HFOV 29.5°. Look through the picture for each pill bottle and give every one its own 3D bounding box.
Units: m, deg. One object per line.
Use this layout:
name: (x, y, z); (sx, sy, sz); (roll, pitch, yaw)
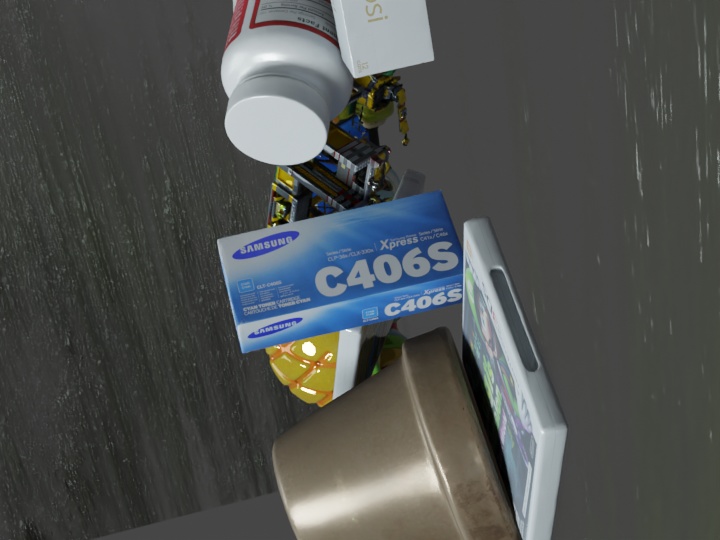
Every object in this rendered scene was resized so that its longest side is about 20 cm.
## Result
pill bottle: (-0.056, -0.193, 1.156); (0.113, 0.111, 0.201); (84, -168, -55)

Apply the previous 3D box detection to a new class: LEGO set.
LEGO set: (-0.003, -0.082, 1.250); (0.116, 0.153, 0.201); (36, 130, 25)

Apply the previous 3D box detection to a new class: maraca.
maraca: (-0.048, 0.064, 1.415); (0.107, 0.137, 0.201); (-55, -50, -35)

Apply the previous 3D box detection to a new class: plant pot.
plant pot: (0.026, 0.168, 1.141); (0.200, 0.174, 0.201); (-21, -90, -87)

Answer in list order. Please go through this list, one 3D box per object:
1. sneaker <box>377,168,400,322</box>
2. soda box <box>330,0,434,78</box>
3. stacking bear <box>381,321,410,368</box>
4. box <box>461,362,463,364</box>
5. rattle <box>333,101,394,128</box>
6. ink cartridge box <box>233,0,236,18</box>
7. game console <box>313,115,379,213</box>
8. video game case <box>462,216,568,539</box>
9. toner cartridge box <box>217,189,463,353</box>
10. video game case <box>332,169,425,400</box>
sneaker: (0.000, 0.000, 1.428); (0.131, 0.079, 0.201); (-62, -31, -49)
soda box: (0.004, -0.255, 1.038); (0.064, 0.068, 0.201); (-115, 12, -65)
stacking bear: (0.033, 0.127, 1.512); (0.122, 0.113, 0.200); (66, 173, -31)
box: (0.073, 0.198, 1.284); (0.096, 0.099, 0.201); (99, 157, -76)
rattle: (-0.050, -0.228, 1.355); (0.130, 0.142, 0.201); (-17, -93, -77)
ink cartridge box: (-0.086, -0.282, 1.505); (0.145, 0.084, 0.201); (124, 145, -62)
game console: (-0.030, -0.108, 1.509); (0.118, 0.170, 0.201); (40, 151, 40)
video game case: (0.110, 0.089, 1.024); (0.200, 0.023, 0.183); (84, 171, -55)
toner cartridge box: (-0.014, 0.000, 1.157); (0.043, 0.199, 0.095); (85, 169, -52)
video game case: (0.014, 0.033, 1.282); (0.200, 0.023, 0.183); (98, -167, -57)
